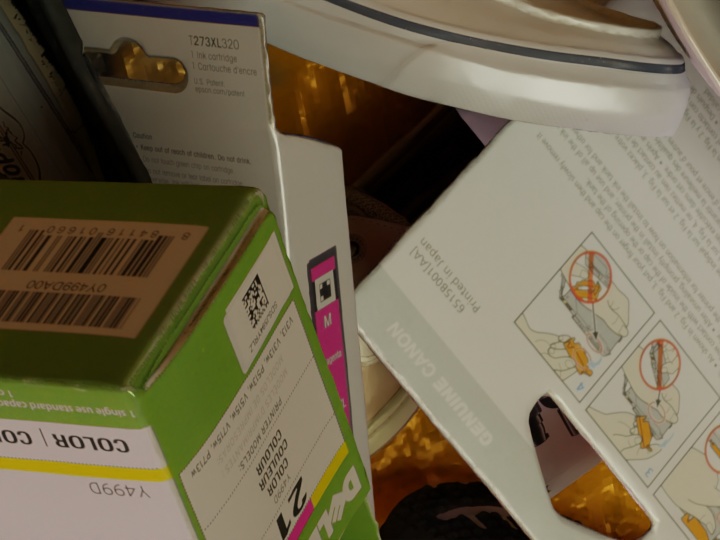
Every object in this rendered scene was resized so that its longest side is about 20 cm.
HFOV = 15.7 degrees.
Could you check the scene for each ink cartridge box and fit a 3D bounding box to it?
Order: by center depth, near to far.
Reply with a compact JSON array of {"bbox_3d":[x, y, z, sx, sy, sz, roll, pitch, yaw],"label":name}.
[{"bbox_3d":[-0.073,0.076,0.678,0.076,0.148,0.200,-59,141,-43],"label":"ink cartridge box"},{"bbox_3d":[-0.047,0.017,0.739,0.037,0.095,0.200,-33,124,-48],"label":"ink cartridge box"},{"bbox_3d":[0.097,0.018,0.809,0.174,0.044,0.200,-47,113,-17],"label":"ink cartridge box"}]

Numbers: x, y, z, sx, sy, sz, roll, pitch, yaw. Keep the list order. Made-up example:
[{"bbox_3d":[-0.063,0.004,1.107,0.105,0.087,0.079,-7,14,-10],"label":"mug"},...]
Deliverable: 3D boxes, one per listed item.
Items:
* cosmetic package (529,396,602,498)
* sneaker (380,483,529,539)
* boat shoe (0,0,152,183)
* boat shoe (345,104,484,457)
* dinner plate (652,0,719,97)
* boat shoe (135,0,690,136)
[{"bbox_3d":[0.115,-0.012,0.886,0.200,0.051,0.083,-36,129,-7],"label":"cosmetic package"},{"bbox_3d":[0.078,0.136,0.925,0.200,0.074,0.080,24,105,-36],"label":"sneaker"},{"bbox_3d":[-0.115,-0.077,0.670,0.074,0.066,0.200,-33,102,-36],"label":"boat shoe"},{"bbox_3d":[0.000,0.000,0.822,0.200,0.071,0.065,-43,124,-15],"label":"boat shoe"},{"bbox_3d":[0.116,-0.101,0.772,0.024,0.200,0.200,-26,136,31],"label":"dinner plate"},{"bbox_3d":[-0.001,-0.091,0.717,0.200,0.074,0.067,16,102,0],"label":"boat shoe"}]
